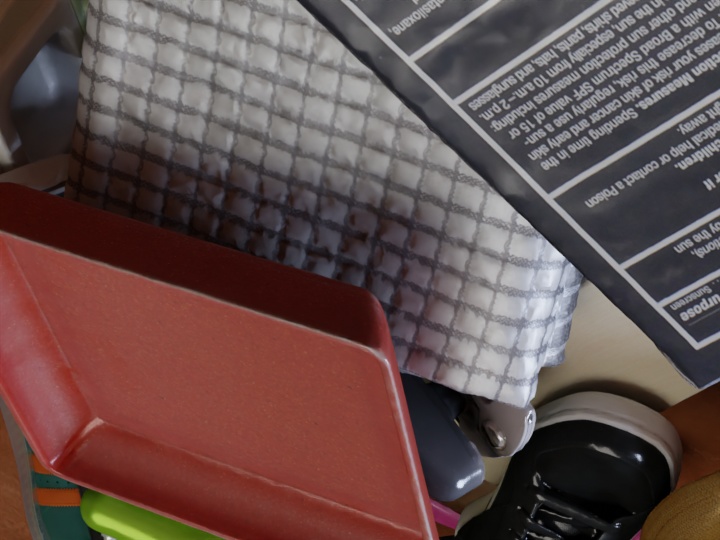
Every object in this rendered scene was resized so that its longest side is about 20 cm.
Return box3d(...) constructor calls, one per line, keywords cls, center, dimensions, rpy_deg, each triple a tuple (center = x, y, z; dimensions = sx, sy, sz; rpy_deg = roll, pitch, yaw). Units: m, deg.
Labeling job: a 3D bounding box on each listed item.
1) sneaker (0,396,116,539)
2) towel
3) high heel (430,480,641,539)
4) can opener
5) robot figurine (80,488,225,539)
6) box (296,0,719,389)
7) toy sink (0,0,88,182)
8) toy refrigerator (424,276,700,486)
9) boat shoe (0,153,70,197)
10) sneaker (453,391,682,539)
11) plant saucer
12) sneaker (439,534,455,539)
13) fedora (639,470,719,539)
box3d(cls="sneaker", center=(-0.149, 0.099, 1.012), dimensions=(0.080, 0.071, 0.201), rpy_deg=(-48, 60, 45))
box3d(cls="towel", center=(-0.005, -0.058, 0.672), dimensions=(0.199, 0.086, 0.166), rpy_deg=(19, 120, 15))
box3d(cls="high heel", center=(0.068, 0.102, 0.924), dimensions=(0.096, 0.068, 0.200), rpy_deg=(37, 164, -33))
box3d(cls="can opener", center=(0.000, 0.000, 0.750), dimensions=(0.200, 0.067, 0.053), rpy_deg=(56, 150, 7))
box3d(cls="robot figurine", center=(-0.067, 0.055, 0.883), dimensions=(0.115, 0.176, 0.200), rpy_deg=(21, -178, -35))
box3d(cls="box", center=(0.108, -0.104, 0.478), dimensions=(0.200, 0.124, 0.198), rpy_deg=(-32, 116, 34))
box3d(cls="toy sink", center=(-0.164, -0.083, 0.793), dimensions=(0.199, 0.112, 0.131), rpy_deg=(15, 147, 22))
box3d(cls="toy refrigerator", center=(0.090, 0.027, 0.793), dimensions=(0.076, 0.070, 0.200), rpy_deg=(27, 151, -12))
box3d(cls="boat shoe", center=(-0.086, -0.012, 0.773), dimensions=(0.057, 0.199, 0.069), rpy_deg=(49, 137, 37))
box3d(cls="sneaker", center=(0.080, 0.139, 0.799), dimensions=(0.073, 0.112, 0.200), rpy_deg=(22, 150, -2))
box3d(cls="plant saucer", center=(-0.059, 0.045, 0.700), dimensions=(0.199, 0.037, 0.200), rpy_deg=(17, 149, 21))
box3d(cls="sneaker", center=(-0.009, 0.189, 1.003), dimensions=(0.199, 0.076, 0.091), rpy_deg=(-25, 135, 23))
box3d(cls="fedora", center=(0.219, 0.101, 0.767), dimensions=(0.199, 0.082, 0.201), rpy_deg=(6, 143, 5))
